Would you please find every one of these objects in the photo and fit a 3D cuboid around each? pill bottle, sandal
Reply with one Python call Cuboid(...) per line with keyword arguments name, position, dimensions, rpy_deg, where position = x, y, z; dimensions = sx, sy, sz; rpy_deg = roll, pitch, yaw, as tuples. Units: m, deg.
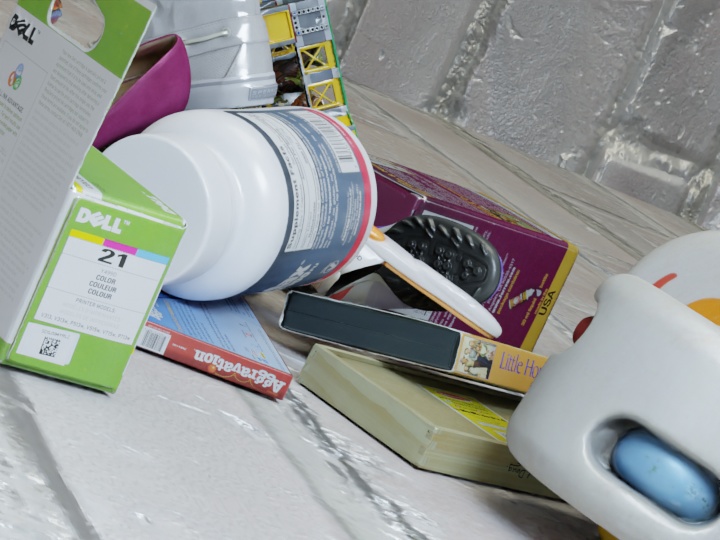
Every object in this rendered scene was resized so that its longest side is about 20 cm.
Cuboid(name="pill bottle", position=(-0.083, -0.042, 1.490), dimensions=(0.120, 0.120, 0.200), rpy_deg=(28, 16, 22))
Cuboid(name="sandal", position=(-0.001, -0.001, 1.632), dimensions=(0.207, 0.059, 0.079), rpy_deg=(36, -1, 10))

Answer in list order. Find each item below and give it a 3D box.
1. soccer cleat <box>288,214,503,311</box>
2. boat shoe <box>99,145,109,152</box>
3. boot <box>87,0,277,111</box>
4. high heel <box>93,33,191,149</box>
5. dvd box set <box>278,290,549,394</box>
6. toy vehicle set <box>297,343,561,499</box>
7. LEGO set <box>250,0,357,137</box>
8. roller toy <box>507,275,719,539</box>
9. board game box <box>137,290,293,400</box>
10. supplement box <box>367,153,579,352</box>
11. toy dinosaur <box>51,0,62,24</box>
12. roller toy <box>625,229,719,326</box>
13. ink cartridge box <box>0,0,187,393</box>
Cuboid(name="soccer cleat", position=(0.034, -0.001, 1.733), dimensions=(0.200, 0.068, 0.073), rpy_deg=(1, -11, 42))
Cuboid(name="boat shoe", position=(-0.226, -0.080, 1.561), dimensions=(0.200, 0.065, 0.072), rpy_deg=(22, 49, -6))
Cuboid(name="boot", position=(-0.146, -0.149, 1.583), dimensions=(0.200, 0.096, 0.074), rpy_deg=(-3, 5, 27))
Cuboid(name="high heel", position=(-0.200, -0.094, 1.479), dimensions=(0.200, 0.096, 0.067), rpy_deg=(-19, 51, -28))
Cuboid(name="dvd box set", position=(0.061, 0.056, 1.602), dimensions=(0.146, 0.029, 0.200), rpy_deg=(12, -3, 38))
Cuboid(name="toy vehicle set", position=(0.071, 0.100, 1.511), dimensions=(0.200, 0.027, 0.124), rpy_deg=(17, 12, -43))
Cuboid(name="LEGO set", position=(-0.085, -0.141, 1.814), dimensions=(0.116, 0.154, 0.200), rpy_deg=(-14, 21, -10))
Cuboid(name="roller toy", position=(0.183, 0.102, 1.387), dimensions=(0.182, 0.140, 0.200), rpy_deg=(32, 3, -34))
Cuboid(name="board game box", position=(-0.109, 0.026, 1.488), dimensions=(0.103, 0.019, 0.200), rpy_deg=(23, 9, -17))
Cuboid(name="supplement box", position=(0.054, -0.016, 1.908), dimensions=(0.200, 0.103, 0.131), rpy_deg=(17, 12, -45))
Cuboid(name="toy dinosaur", position=(-0.179, -0.139, 1.827), dimensions=(0.200, 0.105, 0.181), rpy_deg=(5, -29, 41))
Cuboid(name="roller toy", position=(0.277, 0.063, 1.764), dimensions=(0.182, 0.200, 0.140), rpy_deg=(22, 6, 27))
Cuboid(name="ink cartridge box", position=(-0.150, -0.058, 1.274), dimensions=(0.076, 0.200, 0.148), rpy_deg=(18, 11, -36))
